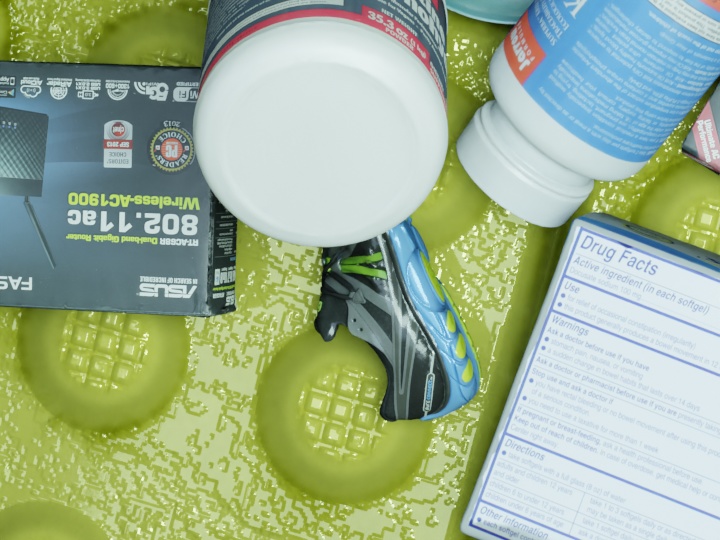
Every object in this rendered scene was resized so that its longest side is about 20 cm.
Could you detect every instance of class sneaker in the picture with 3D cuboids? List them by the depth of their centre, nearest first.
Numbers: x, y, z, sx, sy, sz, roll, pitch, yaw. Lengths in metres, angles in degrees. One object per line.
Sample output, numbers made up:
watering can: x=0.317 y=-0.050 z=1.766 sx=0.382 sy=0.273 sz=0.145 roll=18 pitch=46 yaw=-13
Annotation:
sneaker: x=0.000 y=0.000 z=1.724 sx=0.083 sy=0.071 sz=0.200 roll=-26 pitch=88 yaw=9

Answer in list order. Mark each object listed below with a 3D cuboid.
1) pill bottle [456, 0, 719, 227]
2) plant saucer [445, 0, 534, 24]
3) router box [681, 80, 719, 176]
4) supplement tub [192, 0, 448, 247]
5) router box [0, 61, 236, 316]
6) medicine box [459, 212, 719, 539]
pill bottle: x=0.144 y=-0.123 z=1.654 sx=0.112 sy=0.112 sz=0.200 roll=42 pitch=116 yaw=8
plant saucer: x=0.097 y=-0.247 z=1.717 sx=0.200 sy=0.027 sz=0.200 roll=1 pitch=93 yaw=13
router box: x=0.299 y=-0.115 z=1.659 sx=0.150 sy=0.062 sz=0.200 roll=31 pitch=98 yaw=8
supplement tub: x=-0.020 y=-0.118 z=1.631 sx=0.140 sy=0.200 sz=0.141 roll=1 pitch=123 yaw=1
router box: x=-0.175 y=-0.052 z=1.757 sx=0.200 sy=0.062 sz=0.150 roll=2 pitch=94 yaw=12
medicine box: x=0.181 y=0.090 z=1.672 sx=0.182 sy=0.103 sz=0.200 roll=21 pitch=96 yaw=11
